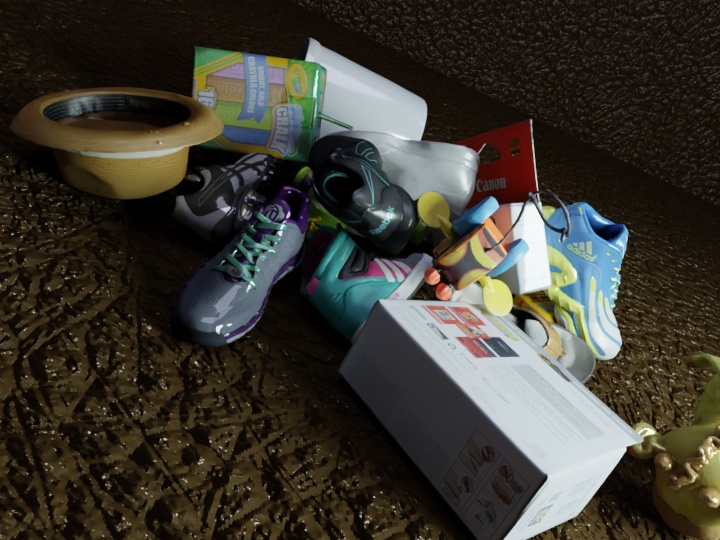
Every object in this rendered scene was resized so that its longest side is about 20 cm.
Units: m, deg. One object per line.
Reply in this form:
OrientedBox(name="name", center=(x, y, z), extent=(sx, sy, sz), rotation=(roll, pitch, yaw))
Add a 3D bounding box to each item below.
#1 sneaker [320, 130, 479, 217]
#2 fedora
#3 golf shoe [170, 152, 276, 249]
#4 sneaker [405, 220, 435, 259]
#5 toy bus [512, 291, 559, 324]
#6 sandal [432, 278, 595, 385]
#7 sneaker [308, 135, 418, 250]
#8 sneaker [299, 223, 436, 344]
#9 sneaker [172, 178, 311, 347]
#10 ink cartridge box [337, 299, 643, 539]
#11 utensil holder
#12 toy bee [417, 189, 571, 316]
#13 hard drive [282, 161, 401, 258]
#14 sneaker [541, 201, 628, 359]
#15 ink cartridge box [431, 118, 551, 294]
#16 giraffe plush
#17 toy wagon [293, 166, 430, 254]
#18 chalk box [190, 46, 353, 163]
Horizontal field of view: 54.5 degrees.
OrientedBox(name="sneaker", center=(0.032, -0.106, 0.801), extent=(0.199, 0.089, 0.075), rotation=(11, -3, 23))
OrientedBox(name="fedora", center=(-0.239, -0.125, 0.703), extent=(0.199, 0.082, 0.201), rotation=(5, 29, -3))
OrientedBox(name="golf shoe", center=(-0.149, -0.094, 0.767), extent=(0.094, 0.078, 0.200), rotation=(21, 23, -11))
OrientedBox(name="sneaker", center=(0.120, -0.025, 0.937), extent=(0.199, 0.077, 0.082), rotation=(22, 44, 1))
OrientedBox(name="toy bus", center=(0.244, 0.056, 0.877), extent=(0.199, 0.065, 0.078), rotation=(0, 36, -46))
OrientedBox(name="sandal", center=(0.168, 0.066, 0.732), extent=(0.199, 0.082, 0.055), rotation=(34, -20, -12))
OrientedBox(name="sneaker", center=(-0.014, -0.097, 0.711), extent=(0.079, 0.076, 0.200), rotation=(22, 17, -37))
OrientedBox(name="sneaker", center=(0.000, 0.000, 0.731), extent=(0.121, 0.084, 0.200), rotation=(40, 26, 6))
OrientedBox(name="sneaker", center=(-0.101, -0.017, 0.621), extent=(0.074, 0.088, 0.200), rotation=(23, 33, 5))
OrientedBox(name="ink cartridge box", center=(0.112, 0.117, 0.598), extent=(0.175, 0.084, 0.200), rotation=(4, 33, -45))
OrientedBox(name="utensil holder", center=(-0.022, -0.229, 1.060), extent=(0.199, 0.171, 0.170), rotation=(21, 24, -18))
OrientedBox(name="toy bee", center=(0.096, -0.021, 0.646), extent=(0.131, 0.108, 0.200), rotation=(51, -10, 18))
OrientedBox(name="hard drive", center=(-0.030, -0.069, 0.887), extent=(0.139, 0.038, 0.200), rotation=(19, 26, -18))
OrientedBox(name="sneaker", center=(0.258, 0.010, 0.769), extent=(0.200, 0.105, 0.076), rotation=(53, 44, -14))
OrientedBox(name="ink cartridge box", center=(0.136, -0.067, 0.796), extent=(0.043, 0.175, 0.200), rotation=(-10, 5, -18))
OrientedBox(name="giraffe plush", center=(0.331, 0.178, 0.629), extent=(0.162, 0.201, 0.172), rotation=(-25, 19, -32))
OrientedBox(name="toy wagon", center=(-0.006, -0.076, 0.832), extent=(0.155, 0.040, 0.200), rotation=(34, 25, 16))
OrientedBox(name="chalk box", center=(-0.106, -0.208, 0.896), extent=(0.198, 0.125, 0.124), rotation=(7, 12, -1))
